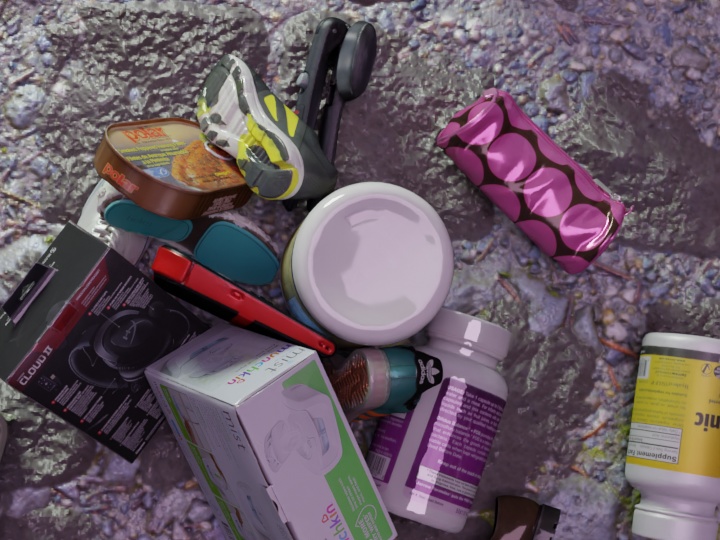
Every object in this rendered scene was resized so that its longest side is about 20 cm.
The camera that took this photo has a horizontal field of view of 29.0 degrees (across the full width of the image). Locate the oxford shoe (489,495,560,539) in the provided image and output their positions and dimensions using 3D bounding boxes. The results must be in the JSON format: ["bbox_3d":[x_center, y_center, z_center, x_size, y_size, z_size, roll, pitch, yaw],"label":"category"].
[{"bbox_3d":[0.125,0.316,1.365,0.084,0.073,0.200,20,77,5],"label":"oxford shoe"}]

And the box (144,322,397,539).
[{"bbox_3d":[-0.083,0.164,1.248,0.097,0.176,0.200,-34,113,-27],"label":"box"}]

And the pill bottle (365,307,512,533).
[{"bbox_3d":[0.077,0.142,1.343,0.112,0.112,0.200,21,83,-6],"label":"pill bottle"}]

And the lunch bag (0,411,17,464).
[{"bbox_3d":[-0.385,0.188,1.229,0.117,0.200,0.164,20,82,-6],"label":"lunch bag"}]

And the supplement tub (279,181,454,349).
[{"bbox_3d":[0.000,0.000,1.297,0.144,0.200,0.145,1,86,-8],"label":"supplement tub"}]

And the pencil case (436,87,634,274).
[{"bbox_3d":[0.174,-0.094,1.389,0.200,0.091,0.094,42,116,-5],"label":"pencil case"}]

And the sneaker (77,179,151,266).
[{"bbox_3d":[-0.248,-0.011,1.328,0.073,0.071,0.200,22,83,-6],"label":"sneaker"}]

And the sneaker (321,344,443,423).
[{"bbox_3d":[0.016,0.108,1.296,0.080,0.200,0.071,-1,83,-17],"label":"sneaker"}]

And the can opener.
[{"bbox_3d":[-0.040,-0.153,1.375,0.063,0.079,0.200,17,93,-15],"label":"can opener"}]

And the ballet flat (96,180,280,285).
[{"bbox_3d":[-0.159,-0.051,1.330,0.200,0.072,0.072,25,82,-32],"label":"ballet flat"}]

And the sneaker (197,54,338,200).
[{"bbox_3d":[-0.091,-0.129,1.338,0.085,0.200,0.074,16,124,-44],"label":"sneaker"}]

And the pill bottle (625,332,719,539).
[{"bbox_3d":[0.322,0.167,1.378,0.111,0.111,0.200,10,85,-7],"label":"pill bottle"}]

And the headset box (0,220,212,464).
[{"bbox_3d":[-0.241,0.063,1.265,0.149,0.077,0.200,-54,136,-8],"label":"headset box"}]

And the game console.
[{"bbox_3d":[-0.109,0.033,1.279,0.177,0.200,0.031,26,83,-6],"label":"game console"}]

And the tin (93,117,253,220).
[{"bbox_3d":[-0.168,-0.096,1.291,0.112,0.200,0.042,41,112,13],"label":"tin"}]
